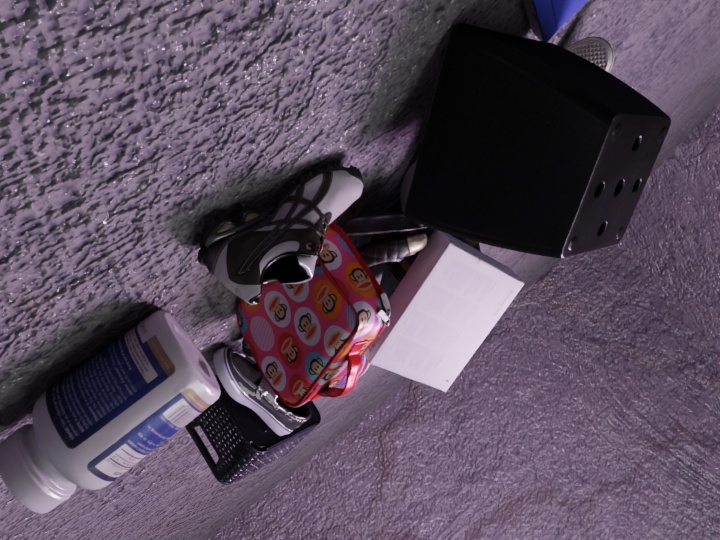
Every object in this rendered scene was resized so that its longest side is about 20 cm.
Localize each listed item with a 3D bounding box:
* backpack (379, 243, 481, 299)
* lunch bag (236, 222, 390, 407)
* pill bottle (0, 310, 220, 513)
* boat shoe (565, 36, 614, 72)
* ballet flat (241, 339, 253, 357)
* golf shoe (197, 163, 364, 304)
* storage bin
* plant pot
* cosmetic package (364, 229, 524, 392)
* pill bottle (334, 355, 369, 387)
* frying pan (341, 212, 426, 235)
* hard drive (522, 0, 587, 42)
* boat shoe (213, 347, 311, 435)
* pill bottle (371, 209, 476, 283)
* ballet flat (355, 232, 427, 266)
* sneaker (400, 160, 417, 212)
[{"bbox_3d":[0.121,0.021,1.006,0.175,0.151,0.205,21,89,-62],"label":"backpack"},{"bbox_3d":[-0.056,0.063,0.714,0.081,0.178,0.201,-16,153,-47],"label":"lunch bag"},{"bbox_3d":[-0.249,0.142,0.608,0.198,0.112,0.111,-37,164,-10],"label":"pill bottle"},{"bbox_3d":[0.293,-0.256,0.851,0.062,0.075,0.201,-38,169,-20],"label":"boat shoe"},{"bbox_3d":[-0.072,0.098,0.832,0.196,0.075,0.073,-20,171,22],"label":"ballet flat"},{"bbox_3d":[-0.060,-0.034,0.604,0.198,0.095,0.078,-32,162,-29],"label":"golf shoe"},{"bbox_3d":[-0.171,0.240,0.989,0.094,0.136,0.199,-45,163,22],"label":"storage bin"},{"bbox_3d":[0.190,-0.118,0.628,0.197,0.177,0.204,-10,125,-42],"label":"plant pot"},{"bbox_3d":[0.113,0.061,0.848,0.149,0.052,0.202,25,108,-28],"label":"cosmetic package"},{"bbox_3d":[-0.067,0.147,1.026,0.113,0.113,0.199,-46,163,23],"label":"pill bottle"},{"bbox_3d":[0.050,-0.056,0.738,0.113,0.032,0.188,-9,-175,-37],"label":"frying pan"},{"bbox_3d":[0.250,-0.338,0.617,0.200,0.026,0.131,-45,163,16],"label":"hard drive"},{"bbox_3d":[-0.139,0.169,0.880,0.056,0.069,0.201,-26,132,9],"label":"boat shoe"},{"bbox_3d":[0.119,-0.069,0.874,0.199,0.112,0.112,-42,164,7],"label":"pill bottle"},{"bbox_3d":[0.000,0.000,0.799,0.196,0.058,0.066,-24,176,12],"label":"ballet flat"},{"bbox_3d":[0.115,-0.132,0.760,0.078,0.079,0.201,-22,155,-31],"label":"sneaker"}]
